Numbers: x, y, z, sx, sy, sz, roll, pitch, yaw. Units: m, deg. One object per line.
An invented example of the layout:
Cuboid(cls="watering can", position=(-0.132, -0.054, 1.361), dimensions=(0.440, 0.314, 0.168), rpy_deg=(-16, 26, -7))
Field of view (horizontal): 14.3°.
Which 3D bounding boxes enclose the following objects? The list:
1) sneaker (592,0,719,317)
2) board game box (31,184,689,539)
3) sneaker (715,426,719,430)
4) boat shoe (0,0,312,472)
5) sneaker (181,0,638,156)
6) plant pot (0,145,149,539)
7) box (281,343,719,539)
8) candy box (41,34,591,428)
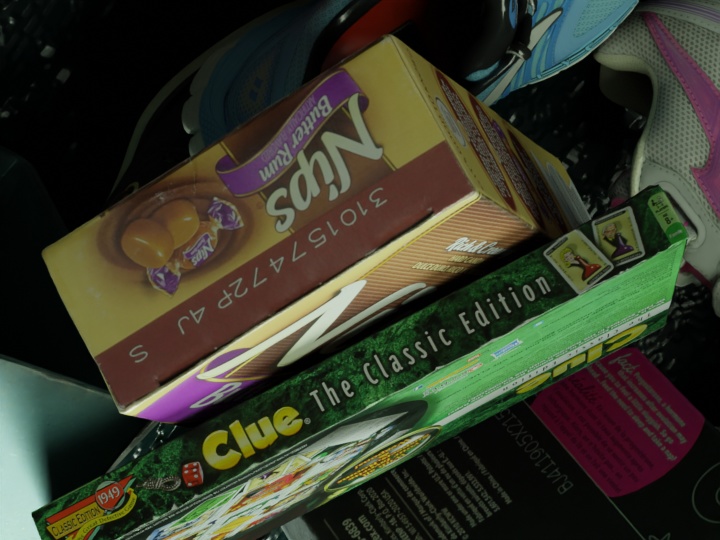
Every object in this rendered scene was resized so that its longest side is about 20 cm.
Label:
Cuboid(cls="sneaker", position=(0.134, -0.014, 0.982), dimensions=(0.088, 0.201, 0.081), rpy_deg=(-16, 155, 2))
Cuboid(cls="board game box", position=(0.002, 0.042, 0.846), dimensions=(0.200, 0.024, 0.105), rpy_deg=(-27, 164, -5))
Cuboid(cls="sneaker", position=(0.190, 0.088, 1.107), dimensions=(0.199, 0.090, 0.070), rpy_deg=(-13, 113, -20))
Cuboid(cls="boat shoe", position=(-0.060, -0.003, 0.943), dimensions=(0.201, 0.063, 0.074), rpy_deg=(-46, 126, -2))
Cuboid(cls="sneaker", position=(0.042, -0.083, 0.899), dimensions=(0.200, 0.090, 0.078), rpy_deg=(-41, 102, -18))
Cuboid(cls="plant pot", position=(-0.187, 0.060, 0.867), dimensions=(0.141, 0.141, 0.200), rpy_deg=(21, 112, -35))
Cuboid(cls="box", position=(0.060, 0.099, 0.979), dimensions=(0.132, 0.200, 0.115), rpy_deg=(-33, 128, -6))
Cuboid(cls="candy box", position=(0.000, 0.000, 0.855), dimensions=(0.116, 0.057, 0.200), rpy_deg=(-31, 166, 10))
